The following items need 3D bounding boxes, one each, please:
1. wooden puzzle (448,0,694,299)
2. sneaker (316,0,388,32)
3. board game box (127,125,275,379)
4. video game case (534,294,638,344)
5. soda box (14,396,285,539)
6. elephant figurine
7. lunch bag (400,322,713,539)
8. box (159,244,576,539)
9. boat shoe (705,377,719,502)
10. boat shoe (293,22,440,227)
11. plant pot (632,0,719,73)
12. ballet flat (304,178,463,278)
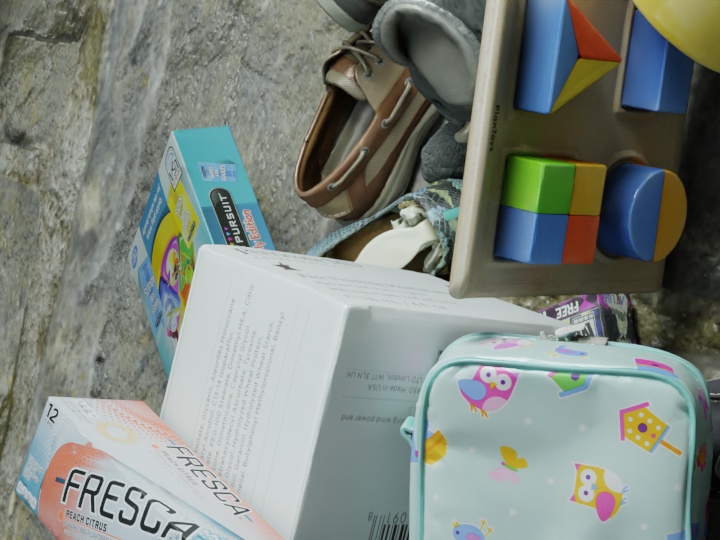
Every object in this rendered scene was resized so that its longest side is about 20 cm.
[{"bbox_3d":[0.130,-0.075,1.072,0.046,0.200,0.186,14,101,41],"label":"wooden puzzle"},{"bbox_3d":[0.027,-0.241,1.264,0.106,0.075,0.200,-29,31,36],"label":"sneaker"},{"bbox_3d":[-0.100,0.025,1.375,0.151,0.047,0.200,116,140,-49],"label":"board game box"},{"bbox_3d":[0.093,0.125,1.203,0.200,0.036,0.182,-22,69,41],"label":"video game case"},{"bbox_3d":[-0.100,0.141,1.035,0.200,0.068,0.064,37,112,42],"label":"soda box"},{"bbox_3d":[0.075,-0.142,1.194,0.200,0.141,0.156,-8,83,41],"label":"elephant figurine"},{"bbox_3d":[0.101,0.128,1.043,0.160,0.077,0.201,5,102,16],"label":"lunch bag"},{"bbox_3d":[-0.004,0.103,1.136,0.131,0.199,0.201,19,99,44],"label":"box"},{"bbox_3d":[0.220,0.090,1.050,0.200,0.063,0.073,2,84,41],"label":"boat shoe"},{"bbox_3d":[0.014,-0.125,1.303,0.076,0.072,0.200,25,97,45],"label":"boat shoe"},{"bbox_3d":[0.233,-0.203,1.016,0.189,0.200,0.201,-51,49,43],"label":"plant pot"},{"bbox_3d":[0.000,0.000,1.293,0.200,0.074,0.074,-37,58,37],"label":"ballet flat"}]
